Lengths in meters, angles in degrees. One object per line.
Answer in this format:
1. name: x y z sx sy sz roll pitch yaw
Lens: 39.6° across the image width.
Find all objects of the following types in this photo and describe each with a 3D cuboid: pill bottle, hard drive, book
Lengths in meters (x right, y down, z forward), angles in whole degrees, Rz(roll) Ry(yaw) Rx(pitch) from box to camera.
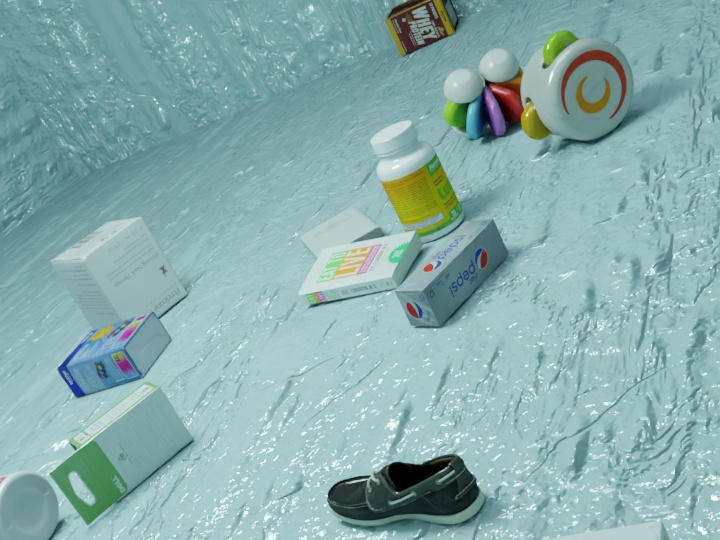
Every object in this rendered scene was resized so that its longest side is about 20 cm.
1. pill bottle: 0.097 -0.160 1.781 0.111 0.200 0.111 -24 21 10
2. pill bottle: -0.555 0.365 1.480 0.199 0.114 0.114 -15 24 31
3. hard drive: -0.040 -0.068 1.984 0.132 0.026 0.200 -30 21 -6
4. book: 0.000 0.000 1.757 0.199 0.048 0.134 -12 30 32

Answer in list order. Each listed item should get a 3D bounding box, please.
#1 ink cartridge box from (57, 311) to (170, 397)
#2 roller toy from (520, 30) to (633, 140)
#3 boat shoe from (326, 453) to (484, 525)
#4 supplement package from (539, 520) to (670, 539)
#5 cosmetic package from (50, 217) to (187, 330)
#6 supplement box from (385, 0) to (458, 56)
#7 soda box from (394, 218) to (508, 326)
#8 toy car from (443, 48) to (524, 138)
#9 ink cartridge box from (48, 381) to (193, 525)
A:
1. ink cartridge box: -0.486 0.165 1.927 0.199 0.077 0.137 -20 22 25
2. roller toy: 0.397 -0.335 1.852 0.182 0.201 0.140 3 12 -20
3. boat shoe: 0.040 0.237 1.105 0.199 0.068 0.072 -13 27 38
4. supplement package: 0.147 0.298 0.759 0.199 0.111 0.156 -18 22 26
5. cosmetic package: -0.515 0.016 2.133 0.166 0.200 0.167 -3 32 49
6. supplement box: 0.209 -0.841 3.350 0.197 0.133 0.200 -20 21 19
7. soda box: 0.142 0.002 1.528 0.063 0.068 0.200 -2 33 47
8. toy car: 0.279 -0.353 2.118 0.200 0.175 0.150 -30 57 -6
9. ink cartridge box: -0.359 0.268 1.479 0.200 0.104 0.059 -39 23 -27
